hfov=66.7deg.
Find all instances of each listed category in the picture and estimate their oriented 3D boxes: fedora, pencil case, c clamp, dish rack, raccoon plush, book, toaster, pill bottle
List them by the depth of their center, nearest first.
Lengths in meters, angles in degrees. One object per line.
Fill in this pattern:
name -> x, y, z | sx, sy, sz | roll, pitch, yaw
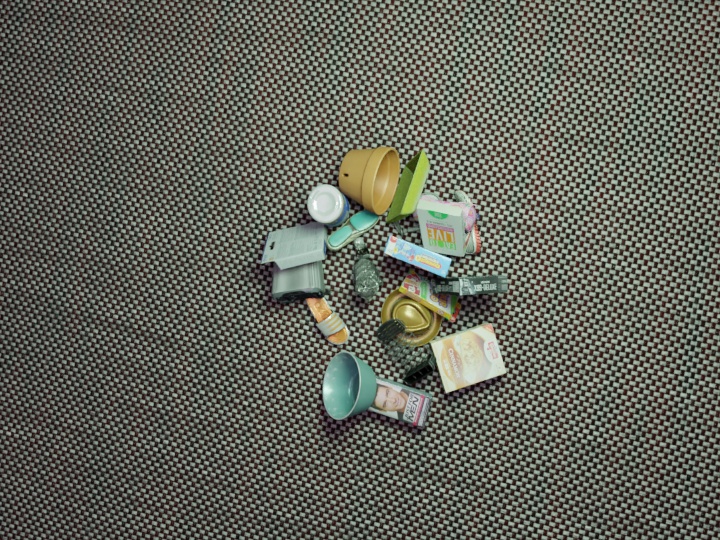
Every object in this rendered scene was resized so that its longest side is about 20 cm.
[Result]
book -> 0.244, -0.123, 1.617 | 0.130, 0.202, 0.049 | 15, 62, 24
pencil case -> 0.255, -0.175, 1.658 | 0.196, 0.087, 0.090 | 13, 91, 29
dish rack -> 0.131, 0.244, 1.685 | 0.200, 0.055, 0.153 | 46, 138, -1
pill bottle -> -0.092, -0.195, 1.686 | 0.109, 0.200, 0.116 | 0, 91, 7
raccoon plush -> 0.000, 0.000, 1.706 | 0.095, 0.134, 0.204 | -27, 87, 6
fedora -> 0.159, 0.145, 1.713 | 0.194, 0.082, 0.207 | 0, 90, 6
toaster -> -0.190, 0.024, 1.727 | 0.194, 0.114, 0.133 | -9, 74, 14
c clamp -> 0.193, -0.160, 1.743 | 0.194, 0.027, 0.177 | -4, 89, 6

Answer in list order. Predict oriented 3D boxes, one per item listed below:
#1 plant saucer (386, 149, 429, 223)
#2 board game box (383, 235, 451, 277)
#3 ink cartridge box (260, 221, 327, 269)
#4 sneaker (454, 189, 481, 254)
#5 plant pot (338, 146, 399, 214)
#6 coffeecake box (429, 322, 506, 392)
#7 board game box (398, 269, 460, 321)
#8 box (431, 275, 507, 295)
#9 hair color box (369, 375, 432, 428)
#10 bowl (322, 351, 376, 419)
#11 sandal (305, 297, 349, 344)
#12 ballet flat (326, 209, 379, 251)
plant saucer -> 0.149, -0.242, 1.660 | 0.047, 0.200, 0.205 | 20, 84, -9
board game box -> 0.173, -0.041, 1.657 | 0.191, 0.200, 0.057 | 22, 92, 7
ink cartridge box -> -0.201, -0.077, 1.707 | 0.194, 0.198, 0.044 | -13, 121, 7
sneaker -> 0.319, -0.149, 1.701 | 0.080, 0.078, 0.206 | -11, 88, 1
plant pot -> 0.022, -0.290, 1.691 | 0.137, 0.199, 0.206 | 18, 91, 22
coffeecake box -> 0.329, 0.268, 1.692 | 0.195, 0.073, 0.158 | -18, 87, 1
board game box -> 0.221, 0.078, 1.706 | 0.197, 0.096, 0.030 | 32, 131, 4
box -> 0.317, 0.043, 1.618 | 0.153, 0.200, 0.051 | -3, 90, -16
hair color box -> 0.120, 0.412, 1.725 | 0.195, 0.061, 0.102 | 17, 91, 7
bowl -> -0.023, 0.359, 1.694 | 0.103, 0.199, 0.207 | 15, 91, -35
sandal -> -0.118, 0.151, 1.754 | 0.079, 0.059, 0.208 | -37, 85, 5
ballet flat -> -0.027, -0.129, 1.748 | 0.197, 0.063, 0.068 | -32, 79, -13
